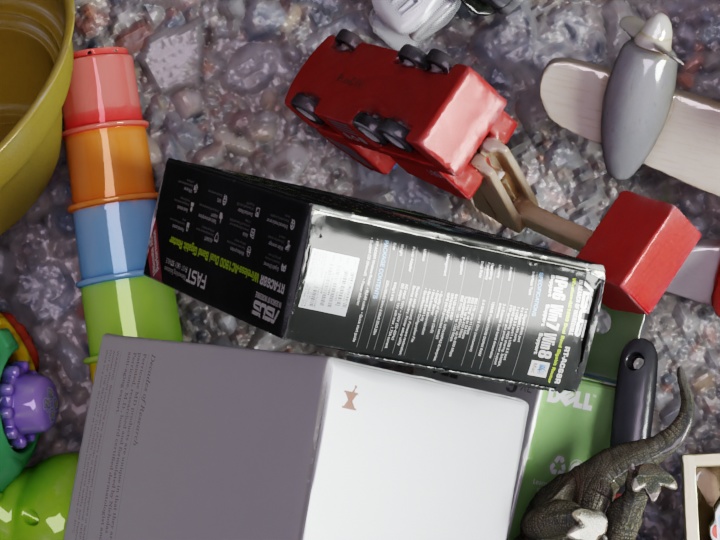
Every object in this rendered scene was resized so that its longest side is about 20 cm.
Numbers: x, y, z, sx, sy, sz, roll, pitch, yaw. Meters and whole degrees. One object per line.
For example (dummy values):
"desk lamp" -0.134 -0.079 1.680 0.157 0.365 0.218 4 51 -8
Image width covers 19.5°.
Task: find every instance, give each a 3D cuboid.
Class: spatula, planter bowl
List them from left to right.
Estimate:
"planter bowl" -0.214 -0.067 1.061 0.199 0.084 0.201 -16 45 17
"spatula" 0.127 0.132 1.003 0.056 0.021 0.201 2 86 31

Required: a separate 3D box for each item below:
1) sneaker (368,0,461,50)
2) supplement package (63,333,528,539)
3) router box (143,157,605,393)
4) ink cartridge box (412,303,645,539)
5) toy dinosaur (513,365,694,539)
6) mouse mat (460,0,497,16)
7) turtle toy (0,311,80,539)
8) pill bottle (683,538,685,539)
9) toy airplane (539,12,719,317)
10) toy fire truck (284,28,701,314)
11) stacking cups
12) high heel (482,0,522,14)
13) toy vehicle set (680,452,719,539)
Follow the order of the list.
"sneaker" -0.020 -0.162 1.076 0.199 0.075 0.115 -20 86 -1
"supplement package" -0.035 0.100 0.980 0.117 0.200 0.118 15 82 -35
"router box" 0.000 0.000 0.990 0.149 0.200 0.062 11 94 -25
"ink cartridge box" 0.071 0.092 1.051 0.059 0.104 0.201 13 90 -35
"toy dinosaur" 0.094 0.132 0.963 0.077 0.102 0.201 19 76 -16
"mouse mat" 0.066 -0.248 1.063 0.161 0.008 0.201 -35 98 -23
"turtle toy" -0.200 0.079 1.063 0.101 0.146 0.201 -32 88 -28
"pill bottle" 0.175 0.195 1.047 0.200 0.111 0.111 -39 88 2
"toy airplane" 0.213 -0.058 1.031 0.199 0.141 0.200 -26 89 2
"toy fire truck" 0.060 -0.051 1.038 0.141 0.200 0.049 39 81 -30
"stacking cups" -0.128 -0.014 1.089 0.060 0.061 0.201 -11 88 3
"high heel" 0.064 -0.244 1.016 0.142 0.071 0.201 33 81 -23
"toy vehicle set" 0.216 0.183 0.974 0.124 0.027 0.201 -3 86 5
